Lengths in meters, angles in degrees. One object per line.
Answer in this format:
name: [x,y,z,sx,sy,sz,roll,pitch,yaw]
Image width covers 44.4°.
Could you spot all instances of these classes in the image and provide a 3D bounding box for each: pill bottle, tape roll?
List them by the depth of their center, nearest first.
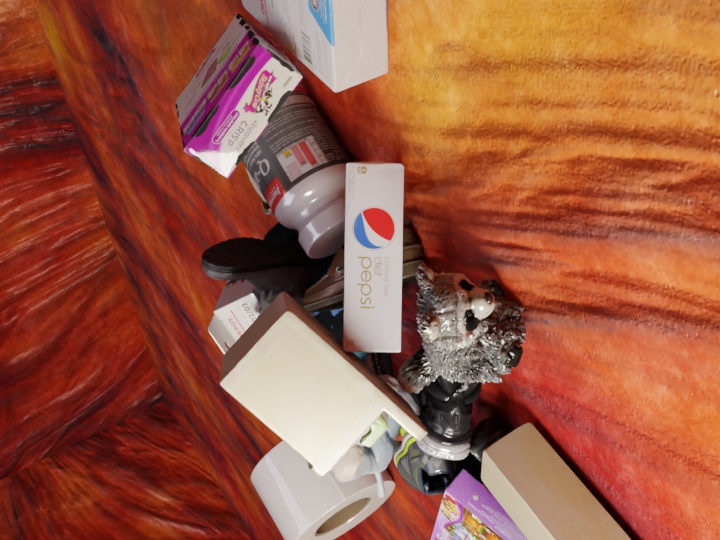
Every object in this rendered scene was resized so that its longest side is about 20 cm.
pill bottle: [-0.072,-0.123,1.086,0.200,0.116,0.116,58,158,16]
tape roll: [-0.062,0.350,1.456,0.139,0.202,0.203,54,156,26]

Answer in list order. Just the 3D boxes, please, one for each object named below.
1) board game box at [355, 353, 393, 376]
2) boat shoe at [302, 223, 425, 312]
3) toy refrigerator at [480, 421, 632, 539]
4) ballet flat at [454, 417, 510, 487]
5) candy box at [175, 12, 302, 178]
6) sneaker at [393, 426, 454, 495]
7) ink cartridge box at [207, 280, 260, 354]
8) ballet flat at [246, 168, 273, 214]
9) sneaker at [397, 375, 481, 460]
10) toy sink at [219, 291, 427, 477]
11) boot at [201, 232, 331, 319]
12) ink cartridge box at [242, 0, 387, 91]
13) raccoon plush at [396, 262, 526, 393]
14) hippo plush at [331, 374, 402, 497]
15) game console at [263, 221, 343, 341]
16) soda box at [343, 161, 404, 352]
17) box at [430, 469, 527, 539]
board game box: [-0.013,0.115,1.299,0.151,0.047,0.201,33,142,53]
boat shoe: [0.000,0.000,1.069,0.200,0.072,0.068,-23,79,40]
toy refrigerator: [0.212,0.259,0.908,0.200,0.070,0.076,51,161,33]
ballet flat: [0.136,0.239,1.072,0.066,0.057,0.200,50,154,28]
candy box: [-0.141,-0.200,0.981,0.061,0.136,0.200,33,-167,-26]
sneaker: [0.085,0.257,1.144,0.200,0.074,0.081,82,175,-59]
ink cartridge box: [-0.139,0.062,1.235,0.115,0.068,0.200,58,-164,-21]
ballet flat: [-0.138,-0.171,1.259,0.067,0.062,0.201,25,135,58]
sneaker: [0.097,0.128,1.029,0.200,0.075,0.114,-109,31,-71]
toy sink: [-0.045,0.136,0.947,0.200,0.112,0.130,42,-179,-11]
boot: [-0.117,0.028,1.102,0.070,0.200,0.132,37,120,39]
ink cartridge box: [-0.054,-0.288,0.909,0.200,0.068,0.115,48,154,36]
raccoon plush: [0.069,0.075,0.871,0.200,0.134,0.097,-48,45,32]
hippo plush: [-0.021,0.194,1.209,0.160,0.160,0.200,27,171,24]
game console: [-0.052,0.006,1.191,0.177,0.031,0.201,-34,74,43]
soda box: [0.014,-0.014,0.952,0.068,0.063,0.201,-82,-8,-89]
box: [0.157,0.335,1.084,0.137,0.039,0.200,37,153,21]
